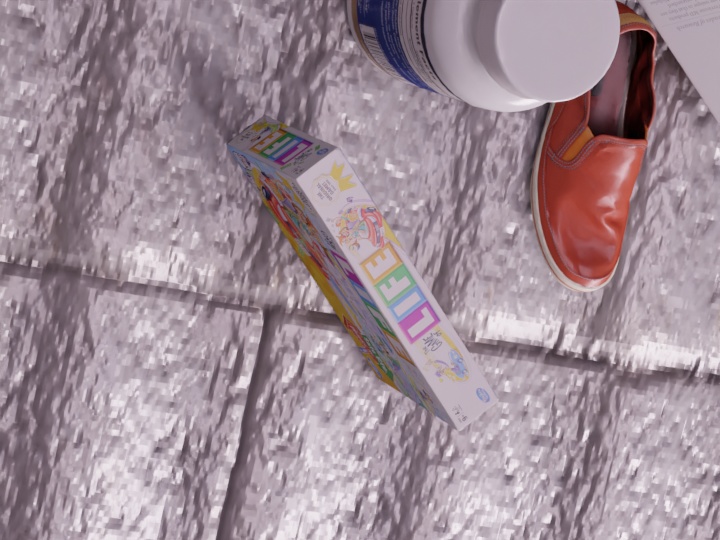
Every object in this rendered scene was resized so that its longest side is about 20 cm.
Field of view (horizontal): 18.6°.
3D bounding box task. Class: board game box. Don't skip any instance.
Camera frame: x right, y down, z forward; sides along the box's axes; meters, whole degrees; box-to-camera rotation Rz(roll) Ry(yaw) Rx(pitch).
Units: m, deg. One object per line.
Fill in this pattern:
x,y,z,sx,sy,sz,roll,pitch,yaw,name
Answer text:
0.000,0.000,1.394,0.034,0.134,0.200,-37,112,-11,board game box

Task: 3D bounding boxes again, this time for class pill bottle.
0.076,-0.158,1.352,0.111,0.200,0.111,-5,104,-22,pill bottle

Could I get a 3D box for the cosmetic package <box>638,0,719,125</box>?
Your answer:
0.246,-0.192,1.467,0.200,0.071,0.101,52,54,-24,cosmetic package

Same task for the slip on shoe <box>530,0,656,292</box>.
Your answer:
0.161,-0.082,1.482,0.074,0.061,0.200,2,102,-25,slip on shoe
